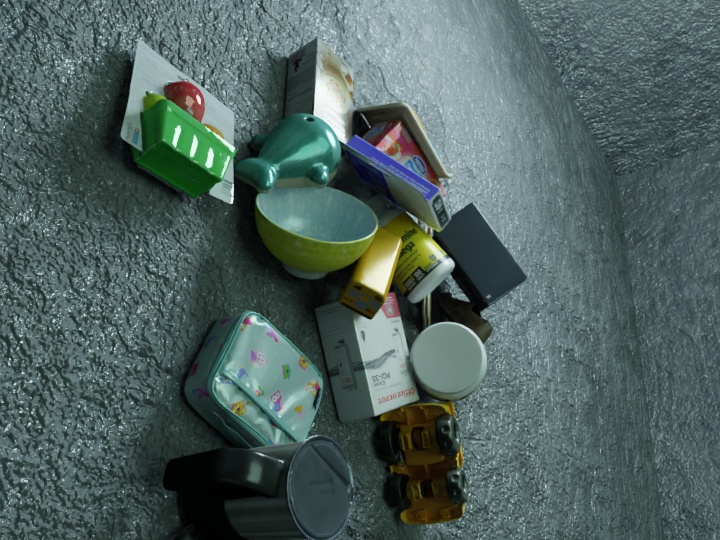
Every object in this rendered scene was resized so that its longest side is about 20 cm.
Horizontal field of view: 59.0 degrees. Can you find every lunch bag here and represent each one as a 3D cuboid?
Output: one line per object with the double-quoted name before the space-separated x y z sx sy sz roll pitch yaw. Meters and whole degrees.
"lunch bag" -0.140 0.168 0.883 0.200 0.077 0.161 50 39 -30

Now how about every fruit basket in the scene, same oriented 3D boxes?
"fruit basket" -0.256 -0.208 0.909 0.185 0.094 0.200 33 34 -44

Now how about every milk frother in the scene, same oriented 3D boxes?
"milk frother" -0.130 0.303 0.735 0.180 0.188 0.201 17 62 -50

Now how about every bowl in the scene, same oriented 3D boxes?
"bowl" -0.080 -0.051 1.026 0.200 0.200 0.108 -37 149 -55

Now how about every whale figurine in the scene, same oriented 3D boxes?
"whale figurine" -0.115 -0.191 1.030 0.159 0.104 0.200 34 39 20

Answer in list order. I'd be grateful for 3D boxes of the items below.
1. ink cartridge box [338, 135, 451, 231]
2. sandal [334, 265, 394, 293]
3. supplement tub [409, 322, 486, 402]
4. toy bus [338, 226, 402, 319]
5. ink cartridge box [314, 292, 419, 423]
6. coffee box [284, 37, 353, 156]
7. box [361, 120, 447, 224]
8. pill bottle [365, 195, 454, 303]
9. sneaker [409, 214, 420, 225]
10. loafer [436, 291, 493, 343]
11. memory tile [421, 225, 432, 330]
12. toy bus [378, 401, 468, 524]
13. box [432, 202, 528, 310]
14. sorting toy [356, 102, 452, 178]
"ink cartridge box" 0.062 -0.164 1.144 0.043 0.198 0.200 -53 159 -3
"sandal" 0.000 0.000 1.158 0.200 0.076 0.043 27 93 -47
"supplement tub" 0.165 0.175 1.202 0.200 0.140 0.141 62 19 -74
"toy bus" 0.020 -0.007 1.064 0.065 0.078 0.200 27 39 -6
"ink cartridge box" 0.014 0.148 1.107 0.146 0.083 0.201 -3 78 -54
"coffee box" -0.077 -0.315 1.198 0.114 0.080 0.201 29 52 -45
"box" 0.078 -0.201 1.325 0.100 0.095 0.200 -49 119 -20
"pill bottle" 0.074 -0.044 1.213 0.200 0.113 0.112 47 32 11
"sneaker" 0.089 -0.028 1.328 0.073 0.084 0.201 -73 157 -66
"loafer" 0.232 0.102 1.385 0.073 0.071 0.200 56 0 -33
"memory tile" 0.141 0.020 1.336 0.153 0.017 0.201 73 21 -67
"toy bus" 0.131 0.338 1.166 0.192 0.135 0.201 12 66 -70
"box" 0.253 -0.022 1.392 0.200 0.104 0.182 55 -1 9
"sorting toy" 0.096 -0.276 1.352 0.036 0.185 0.200 -46 116 -14
